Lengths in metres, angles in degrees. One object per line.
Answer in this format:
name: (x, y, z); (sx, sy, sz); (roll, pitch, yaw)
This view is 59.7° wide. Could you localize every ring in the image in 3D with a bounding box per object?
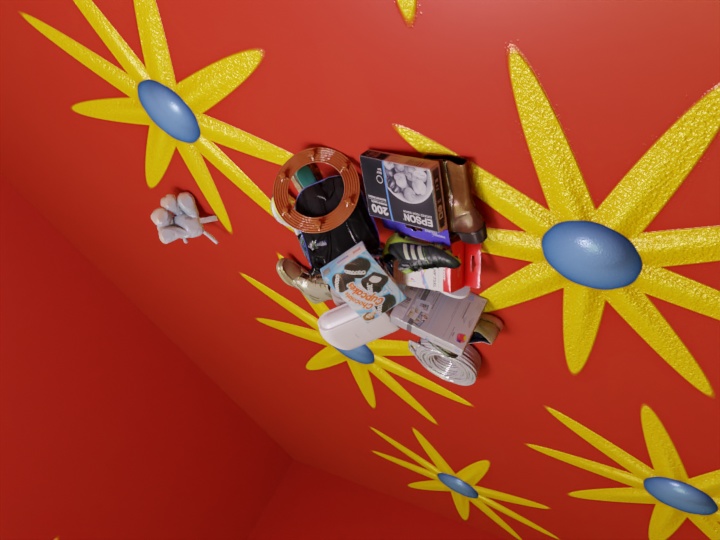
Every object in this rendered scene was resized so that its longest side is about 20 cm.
ring: (-0.100, -0.181, 1.390); (0.199, 0.202, 0.019); (26, 172, 13)

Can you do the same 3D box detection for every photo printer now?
photo printer: (-0.008, 0.143, 1.698); (0.198, 0.070, 0.167); (-23, 147, 11)

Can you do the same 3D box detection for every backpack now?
backpack: (-0.063, -0.107, 1.461); (0.147, 0.181, 0.202); (163, 88, -85)

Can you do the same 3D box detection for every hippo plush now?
hippo plush: (-0.565, -0.165, 1.985); (0.198, 0.161, 0.161); (-2, -176, -24)

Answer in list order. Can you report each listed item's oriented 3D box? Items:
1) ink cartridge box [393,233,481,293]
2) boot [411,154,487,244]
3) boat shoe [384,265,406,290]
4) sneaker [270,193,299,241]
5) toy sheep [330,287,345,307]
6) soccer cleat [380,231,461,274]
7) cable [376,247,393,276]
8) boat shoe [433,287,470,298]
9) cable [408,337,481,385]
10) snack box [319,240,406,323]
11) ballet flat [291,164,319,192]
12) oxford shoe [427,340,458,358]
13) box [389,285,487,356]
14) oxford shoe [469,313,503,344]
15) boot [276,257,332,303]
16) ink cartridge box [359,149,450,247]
ink cartridge box: (0.173, -0.019, 1.437); (0.199, 0.067, 0.117); (9, 107, 37)
boot: (0.161, -0.149, 1.311); (0.187, 0.069, 0.201); (17, 144, 44)
boat shoe: (0.094, 0.048, 1.691); (0.067, 0.073, 0.201); (45, 168, 47)
sneaker: (-0.151, -0.140, 1.641); (0.090, 0.079, 0.200); (-12, 134, 42)
toy sheep: (-0.021, 0.053, 1.742); (0.137, 0.139, 0.200); (10, 157, 35)
soccer cleat: (0.131, -0.024, 1.373); (0.199, 0.082, 0.067); (19, 171, 40)
cable: (0.000, 0.000, 1.607); (0.200, 0.164, 0.051); (45, -164, 29)
boat shoe: (0.179, 0.020, 1.547); (0.199, 0.070, 0.066); (24, 158, 18)
cable: (0.254, 0.254, 1.823); (0.199, 0.070, 0.201); (6, 142, 39)
snack box: (0.009, 0.031, 1.421); (0.200, 0.116, 0.037); (48, -167, -42)
ballet flat: (-0.120, -0.195, 1.543); (0.065, 0.070, 0.201); (44, 163, 47)
oxford shoe: (0.201, 0.134, 1.626); (0.201, 0.072, 0.084); (58, 133, 15)
box: (0.194, 0.100, 1.560); (0.199, 0.157, 0.041); (23, 153, 16)
oxford shoe: (0.269, 0.147, 1.637); (0.199, 0.074, 0.071); (4, 141, 43)
boot: (-0.144, 0.026, 1.878); (0.200, 0.072, 0.154); (44, 151, -28)
ink cartridge box: (0.093, -0.146, 1.329); (0.197, 0.043, 0.201); (19, 135, 41)
